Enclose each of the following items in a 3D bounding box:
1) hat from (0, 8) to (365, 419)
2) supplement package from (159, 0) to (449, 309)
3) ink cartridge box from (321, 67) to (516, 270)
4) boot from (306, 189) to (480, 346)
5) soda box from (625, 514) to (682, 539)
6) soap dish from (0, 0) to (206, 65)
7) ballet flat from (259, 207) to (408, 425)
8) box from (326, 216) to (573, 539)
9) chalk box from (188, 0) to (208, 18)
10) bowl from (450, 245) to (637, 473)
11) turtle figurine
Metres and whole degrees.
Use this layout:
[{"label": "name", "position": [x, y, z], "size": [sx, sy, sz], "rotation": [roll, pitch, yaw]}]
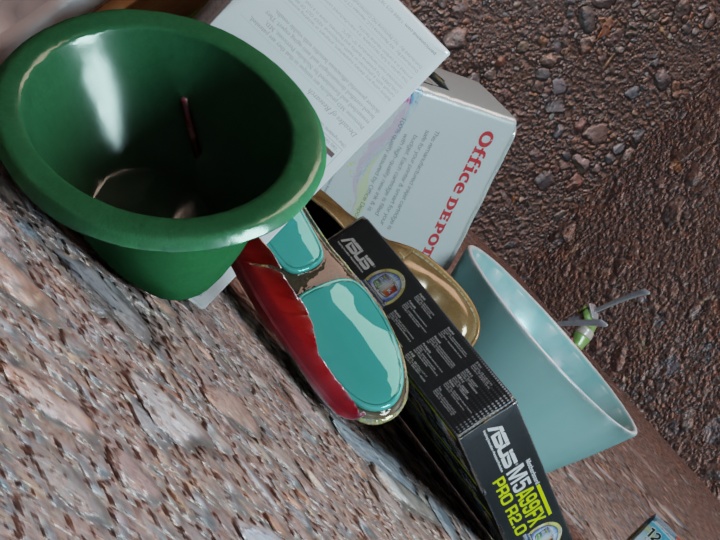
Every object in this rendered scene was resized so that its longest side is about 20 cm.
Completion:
[{"label": "hat", "position": [-0.106, -0.010, 0.944], "size": [0.200, 0.165, 0.177], "rotation": [46, -36, 27]}, {"label": "supplement package", "position": [-0.062, -0.095, 1.022], "size": [0.109, 0.200, 0.114], "rotation": [43, 6, -13]}, {"label": "ink cartridge box", "position": [-0.004, -0.093, 1.367], "size": [0.199, 0.146, 0.083], "rotation": [16, 21, -30]}, {"label": "boot", "position": [0.000, 0.000, 1.270], "size": [0.200, 0.074, 0.075], "rotation": [36, 1, -3]}, {"label": "soda box", "position": [0.276, 0.284, 1.394], "size": [0.200, 0.068, 0.064], "rotation": [45, 6, 10]}, {"label": "soap dish", "position": [-0.193, -0.193, 1.066], "size": [0.200, 0.157, 0.081], "rotation": [49, -9, 32]}, {"label": "ballet flat", "position": [-0.035, 0.018, 1.109], "size": [0.200, 0.071, 0.071], "rotation": [57, 10, 19]}, {"label": "box", "position": [0.053, 0.080, 1.163], "size": [0.200, 0.044, 0.161], "rotation": [51, -10, 44]}, {"label": "chalk box", "position": [-0.125, -0.163, 1.201], "size": [0.200, 0.125, 0.124], "rotation": [46, 6, 10]}, {"label": "bowl", "position": [0.116, 0.087, 1.426], "size": [0.201, 0.105, 0.201], "rotation": [47, 9, -10]}, {"label": "turtle figurine", "position": [0.211, 0.052, 2.031], "size": [0.193, 0.144, 0.201], "rotation": [29, -43, 19]}]
